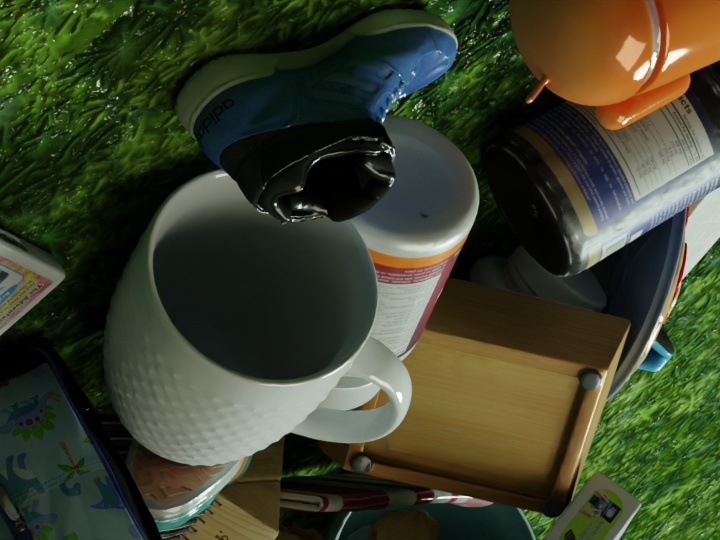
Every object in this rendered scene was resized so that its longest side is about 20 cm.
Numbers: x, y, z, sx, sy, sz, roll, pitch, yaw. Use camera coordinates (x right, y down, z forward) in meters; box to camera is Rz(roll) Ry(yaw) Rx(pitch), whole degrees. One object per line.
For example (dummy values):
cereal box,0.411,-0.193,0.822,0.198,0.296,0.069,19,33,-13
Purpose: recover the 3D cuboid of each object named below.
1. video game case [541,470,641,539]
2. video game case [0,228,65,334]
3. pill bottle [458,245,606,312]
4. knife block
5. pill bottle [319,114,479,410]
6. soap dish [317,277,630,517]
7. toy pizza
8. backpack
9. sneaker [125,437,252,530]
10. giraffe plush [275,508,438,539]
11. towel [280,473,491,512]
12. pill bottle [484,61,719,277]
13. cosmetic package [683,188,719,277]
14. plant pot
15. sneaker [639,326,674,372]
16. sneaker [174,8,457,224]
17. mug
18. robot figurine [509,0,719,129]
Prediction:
video game case,0.118,0.265,1.738,0.181,0.045,0.200,-46,166,-32
video game case,-0.284,0.039,1.336,0.200,0.024,0.182,-41,157,7
pill bottle,0.092,0.066,1.798,0.200,0.109,0.109,-46,155,20
knife block,-0.142,0.135,1.685,0.064,0.175,0.200,-45,-160,23
pill bottle,0.000,0.000,1.546,0.109,0.110,0.200,-22,153,-31
soap dish,0.081,0.090,1.704,0.199,0.081,0.158,13,116,-6
toy pizza,0.209,0.009,1.784,0.032,0.201,0.201,18,135,-12
backpack,-0.211,0.178,1.470,0.146,0.200,0.183,-26,156,-23
sneaker,-0.107,0.126,1.579,0.200,0.071,0.080,-56,162,-57
giraffe plush,-0.030,0.247,1.790,0.161,0.200,0.174,5,116,-2
towel,-0.009,0.176,1.844,0.144,0.023,0.199,0,178,44
pill bottle,0.196,-0.089,1.650,0.199,0.112,0.112,-31,156,-13
cosmetic package,0.271,-0.065,1.877,0.082,0.051,0.200,-6,142,-47
plant pot,0.039,0.268,2.039,0.199,0.201,0.135,-26,-175,-23
sneaker,0.177,0.063,1.946,0.199,0.082,0.073,-18,152,-34
sneaker,-0.002,-0.084,1.384,0.199,0.111,0.077,-16,150,-39
mug,-0.063,0.052,1.463,0.175,0.199,0.148,127,-17,-55
robot figurine,0.175,-0.173,1.463,0.199,0.117,0.144,-24,165,-29
